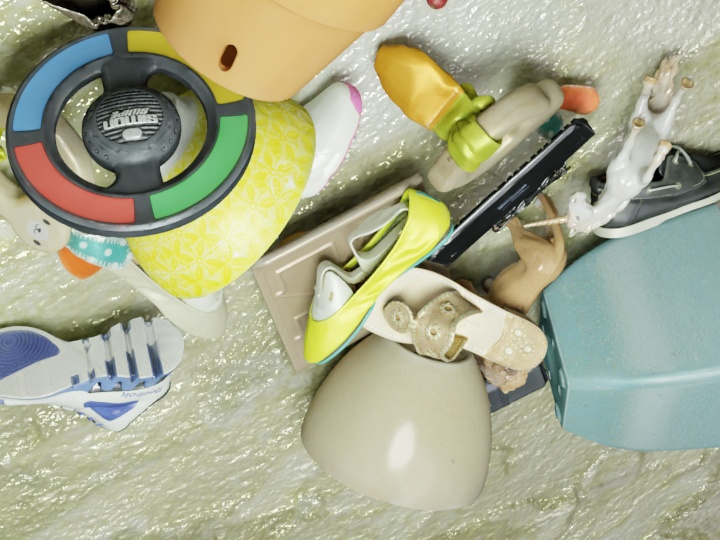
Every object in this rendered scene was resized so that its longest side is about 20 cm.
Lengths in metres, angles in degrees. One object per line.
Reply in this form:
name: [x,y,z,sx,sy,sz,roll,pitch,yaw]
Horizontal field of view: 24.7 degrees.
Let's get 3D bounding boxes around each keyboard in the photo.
keyboard: [0.148,-0.075,1.595,0.200,0.021,0.127,-41,165,11]

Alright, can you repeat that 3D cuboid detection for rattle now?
rattle: [-0.280,-0.038,1.368,0.129,0.143,0.202,-10,122,10]
rattle: [0.120,-0.169,1.555,0.199,0.143,0.131,-36,155,-34]

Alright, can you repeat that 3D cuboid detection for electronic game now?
electronic game: [-0.181,-0.113,1.298,0.198,0.201,0.042,-17,151,-12]

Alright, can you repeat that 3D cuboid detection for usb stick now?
usb stick: [0.114,0.148,1.813,0.198,0.033,0.056,-26,134,-4]

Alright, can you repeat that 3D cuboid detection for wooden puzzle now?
wooden puzzle: [-0.009,-0.002,1.613,0.184,0.046,0.201,-28,144,-7]

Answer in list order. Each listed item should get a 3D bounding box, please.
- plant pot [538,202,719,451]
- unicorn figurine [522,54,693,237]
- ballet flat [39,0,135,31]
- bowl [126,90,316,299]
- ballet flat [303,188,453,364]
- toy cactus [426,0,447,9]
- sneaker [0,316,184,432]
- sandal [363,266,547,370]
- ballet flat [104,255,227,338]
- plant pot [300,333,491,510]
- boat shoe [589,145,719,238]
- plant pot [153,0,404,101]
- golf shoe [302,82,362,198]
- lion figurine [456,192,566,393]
plant pot: [0.292,0.075,1.718,0.198,0.198,0.197,-10,150,-2]
unicorn figurine: [0.263,-0.113,1.603,0.200,0.074,0.138,-42,165,-31]
ballet flat: [-0.259,-0.242,1.302,0.199,0.047,0.067,28,112,-40]
bowl: [-0.144,-0.088,1.387,0.200,0.201,0.107,-45,125,13]
ballet flat: [0.000,0.000,1.540,0.200,0.067,0.067,-45,122,12]
toy cactus: [0.122,-0.295,1.428,0.200,0.102,0.165,-49,141,5]
sneaker: [-0.264,0.111,1.556,0.197,0.081,0.116,-4,145,-9]
sandal: [0.092,0.054,1.586,0.210,0.070,0.078,17,103,-16]
ballet flat: [-0.174,0.003,1.522,0.069,0.070,0.200,-43,133,12]
plant pot: [0.050,0.131,1.667,0.198,0.200,0.136,4,115,-29]
boat shoe: [0.325,-0.097,1.697,0.198,0.072,0.068,-21,109,-17]
plant pot: [-0.073,-0.230,1.306,0.199,0.201,0.140,14,126,-34]
golf shoe: [-0.080,-0.098,1.492,0.091,0.076,0.200,30,108,-36]
lion figurine: [0.162,0.016,1.667,0.072,0.123,0.201,5,123,-29]
